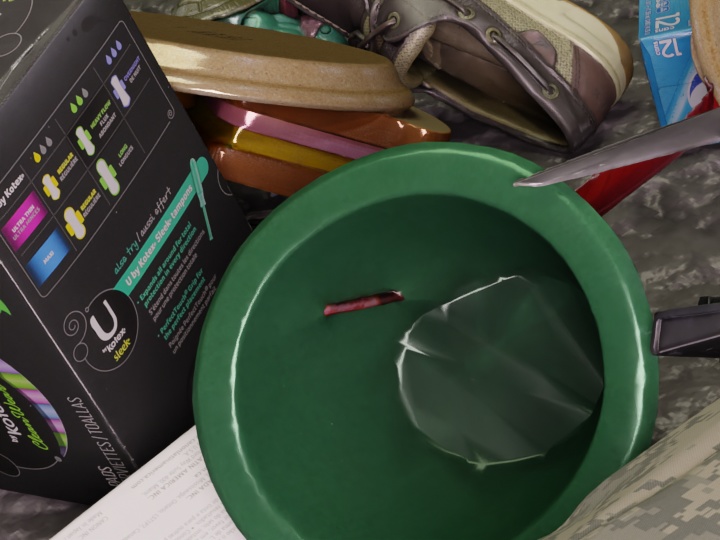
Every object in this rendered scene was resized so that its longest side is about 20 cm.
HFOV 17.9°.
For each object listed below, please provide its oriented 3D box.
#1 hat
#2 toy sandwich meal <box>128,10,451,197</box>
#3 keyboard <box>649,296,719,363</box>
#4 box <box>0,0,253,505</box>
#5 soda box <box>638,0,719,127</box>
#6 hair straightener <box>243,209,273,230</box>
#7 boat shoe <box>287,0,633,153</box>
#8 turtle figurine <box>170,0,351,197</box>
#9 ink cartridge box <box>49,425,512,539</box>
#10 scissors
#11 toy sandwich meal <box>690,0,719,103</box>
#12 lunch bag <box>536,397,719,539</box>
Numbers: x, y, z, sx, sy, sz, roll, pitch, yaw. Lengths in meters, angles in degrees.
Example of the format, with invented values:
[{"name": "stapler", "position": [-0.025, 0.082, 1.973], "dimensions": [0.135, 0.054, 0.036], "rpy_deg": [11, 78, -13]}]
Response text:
[{"name": "hat", "position": [0.059, 0.035, 0.874], "dimensions": [0.200, 0.166, 0.176], "rpy_deg": [-26, -10, 18]}, {"name": "toy sandwich meal", "position": [-0.063, -0.071, 1.034], "dimensions": [0.205, 0.070, 0.205], "rpy_deg": [8, 10, -1]}, {"name": "keyboard", "position": [0.191, 0.022, 0.795], "dimensions": [0.200, 0.021, 0.127], "rpy_deg": [4, -13, -26]}, {"name": "box", "position": [-0.146, -0.013, 0.953], "dimensions": [0.148, 0.200, 0.124], "rpy_deg": [5, 49, 35]}, {"name": "soda box", "position": [0.175, -0.140, 1.112], "dimensions": [0.068, 0.064, 0.200], "rpy_deg": [-10, 33, 15]}, {"name": "hair straightener", "position": [0.000, 0.000, 1.035], "dimensions": [0.077, 0.041, 0.200], "rpy_deg": [-12, 15, -42]}, {"name": "boat shoe", "position": [0.031, -0.119, 1.098], "dimensions": [0.200, 0.073, 0.065], "rpy_deg": [23, 54, 12]}, {"name": "turtle figurine", "position": [-0.050, -0.116, 1.177], "dimensions": [0.150, 0.101, 0.200], "rpy_deg": [8, 35, 37]}, {"name": "ink cartridge box", "position": [-0.010, 0.131, 0.840], "dimensions": [0.161, 0.050, 0.200], "rpy_deg": [-37, 54, -26]}, {"name": "scissors", "position": [0.149, -0.062, 0.796], "dimensions": [0.200, 0.014, 0.073], "rpy_deg": [-5, 60, 1]}, {"name": "toy sandwich meal", "position": [0.237, -0.114, 0.973], "dimensions": [0.205, 0.205, 0.070], "rpy_deg": [-21, -9, -2]}, {"name": "lunch bag", "position": [0.123, 0.108, 0.696], "dimensions": [0.200, 0.140, 0.168], "rpy_deg": [-32, 17, -23]}]
